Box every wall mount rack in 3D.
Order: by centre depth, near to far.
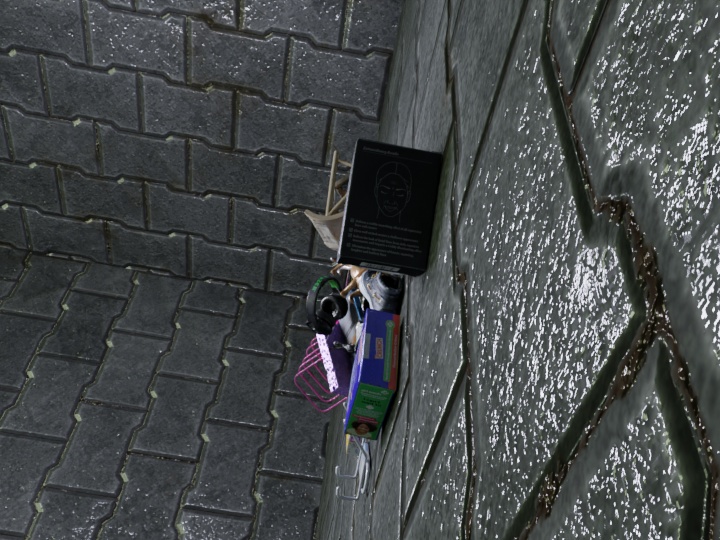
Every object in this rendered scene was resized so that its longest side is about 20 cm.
[{"bbox_3d":[-0.016,0.395,1.589,0.200,0.073,0.177,-110,29,-82],"label":"wall mount rack"}]

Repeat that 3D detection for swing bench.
[{"bbox_3d":[-0.029,-0.168,1.909,0.202,0.128,0.199,-65,-21,-14],"label":"swing bench"}]

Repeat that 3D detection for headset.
[{"bbox_3d":[-0.067,0.111,1.746,0.124,0.093,0.202,-48,-42,-43],"label":"headset"}]

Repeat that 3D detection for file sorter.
[{"bbox_3d":[-0.080,0.258,1.943,0.125,0.140,0.200,-33,13,21],"label":"file sorter"}]

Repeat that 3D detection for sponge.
[{"bbox_3d":[-0.052,0.222,1.831,0.030,0.111,0.202,-36,53,27],"label":"sponge"}]

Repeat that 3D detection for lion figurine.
[{"bbox_3d":[0.000,0.000,1.716,0.122,0.072,0.201,-40,47,12],"label":"lion figurine"}]

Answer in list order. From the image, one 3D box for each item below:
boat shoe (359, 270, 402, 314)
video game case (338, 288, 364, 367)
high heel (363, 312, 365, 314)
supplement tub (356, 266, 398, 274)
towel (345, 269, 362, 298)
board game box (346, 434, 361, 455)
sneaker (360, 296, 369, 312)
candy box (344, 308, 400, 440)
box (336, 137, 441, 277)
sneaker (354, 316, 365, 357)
[{"bbox_3d":[0.049,0.029,1.536,0.201,0.070,0.092,-110,31,-59],"label":"boat shoe"},{"bbox_3d":[-0.007,0.166,1.787,0.144,0.018,0.202,118,139,-55],"label":"video game case"},{"bbox_3d":[0.006,0.164,1.895,0.097,0.066,0.202,-101,14,-50],"label":"high heel"},{"bbox_3d":[0.053,-0.100,1.357,0.123,0.121,0.203,140,140,-85],"label":"supplement tub"},{"bbox_3d":[0.027,-0.027,1.840,0.143,0.023,0.203,-15,-56,-45],"label":"towel"},{"bbox_3d":[-0.010,0.376,1.918,0.200,0.034,0.137,-92,12,-75],"label":"board game box"},{"bbox_3d":[0.030,0.055,1.994,0.087,0.075,0.203,157,120,-69],"label":"sneaker"},{"bbox_3d":[0.024,0.204,1.414,0.201,0.076,0.171,101,178,-50],"label":"candy box"},{"bbox_3d":[0.046,-0.104,1.236,0.107,0.146,0.203,129,150,-83],"label":"box"},{"bbox_3d":[0.013,0.137,1.617,0.202,0.074,0.117,100,162,-53],"label":"sneaker"}]
